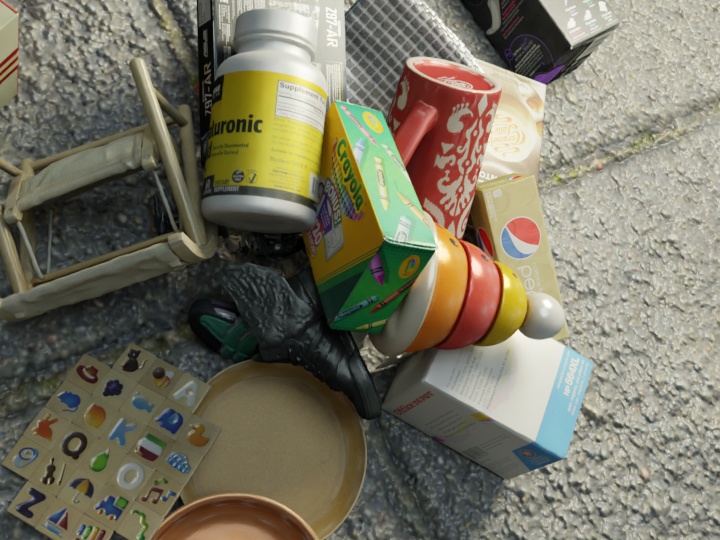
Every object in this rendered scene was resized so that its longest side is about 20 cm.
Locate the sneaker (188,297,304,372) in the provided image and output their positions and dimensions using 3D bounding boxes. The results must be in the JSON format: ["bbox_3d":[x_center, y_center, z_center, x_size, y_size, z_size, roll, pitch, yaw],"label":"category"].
[{"bbox_3d":[-0.090,0.061,0.999,0.200,0.074,0.088,26,50,-21],"label":"sneaker"}]

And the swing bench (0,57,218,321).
[{"bbox_3d":[-0.258,-0.065,0.897,0.199,0.130,0.200,-17,75,8],"label":"swing bench"}]

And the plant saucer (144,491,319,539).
[{"bbox_3d":[-0.125,0.314,0.878,0.200,0.037,0.201,3,79,-14],"label":"plant saucer"}]

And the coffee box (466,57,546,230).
[{"bbox_3d":[0.165,-0.154,1.169,0.114,0.080,0.200,16,65,-15],"label":"coffee box"}]

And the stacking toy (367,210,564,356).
[{"bbox_3d":[0.115,0.029,0.924,0.200,0.146,0.146,13,65,-19],"label":"stacking toy"}]

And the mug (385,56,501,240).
[{"bbox_3d":[0.076,-0.113,1.000,0.133,0.200,0.178,14,26,-5],"label":"mug"}]

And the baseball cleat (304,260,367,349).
[{"bbox_3d":[0.000,0.000,1.020,0.106,0.070,0.200,44,37,-13],"label":"baseball cleat"}]

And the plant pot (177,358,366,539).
[{"bbox_3d":[-0.092,0.191,0.947,0.200,0.027,0.200,3,76,-14],"label":"plant pot"}]

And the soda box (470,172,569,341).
[{"bbox_3d":[0.184,-0.009,1.078,0.068,0.064,0.200,-17,102,-10],"label":"soda box"}]

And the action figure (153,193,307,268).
[{"bbox_3d":[-0.121,-0.058,1.000,0.200,0.119,0.102,-5,109,-15],"label":"action figure"}]

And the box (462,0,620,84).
[{"bbox_3d":[0.236,-0.368,1.258,0.106,0.122,0.200,-30,83,-28],"label":"box"}]

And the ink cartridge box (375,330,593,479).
[{"bbox_3d":[0.128,0.121,1.018,0.200,0.129,0.125,31,61,-8],"label":"ink cartridge box"}]

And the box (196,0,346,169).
[{"bbox_3d":[-0.092,-0.206,0.983,0.160,0.044,0.200,-2,89,-33],"label":"box"}]

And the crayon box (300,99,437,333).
[{"bbox_3d":[-0.004,-0.054,0.883,0.058,0.119,0.200,9,43,-28],"label":"crayon box"}]

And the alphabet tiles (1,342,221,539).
[{"bbox_3d":[-0.240,0.171,0.892,0.166,0.006,0.200,25,61,12],"label":"alphabet tiles"}]

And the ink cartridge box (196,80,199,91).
[{"bbox_3d":[-0.121,-0.255,1.076,0.067,0.116,0.200,40,60,-3],"label":"ink cartridge box"}]

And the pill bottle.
[{"bbox_3d":[-0.090,-0.143,0.889,0.111,0.111,0.200,8,81,-19],"label":"pill bottle"}]

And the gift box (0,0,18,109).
[{"bbox_3d":[-0.455,-0.232,0.898,0.200,0.185,0.187,41,63,-9],"label":"gift box"}]

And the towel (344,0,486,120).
[{"bbox_3d":[0.040,-0.234,1.097,0.200,0.166,0.086,47,19,0],"label":"towel"}]

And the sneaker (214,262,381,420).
[{"bbox_3d":[-0.061,0.073,0.918,0.104,0.060,0.200,-24,95,-1],"label":"sneaker"}]
